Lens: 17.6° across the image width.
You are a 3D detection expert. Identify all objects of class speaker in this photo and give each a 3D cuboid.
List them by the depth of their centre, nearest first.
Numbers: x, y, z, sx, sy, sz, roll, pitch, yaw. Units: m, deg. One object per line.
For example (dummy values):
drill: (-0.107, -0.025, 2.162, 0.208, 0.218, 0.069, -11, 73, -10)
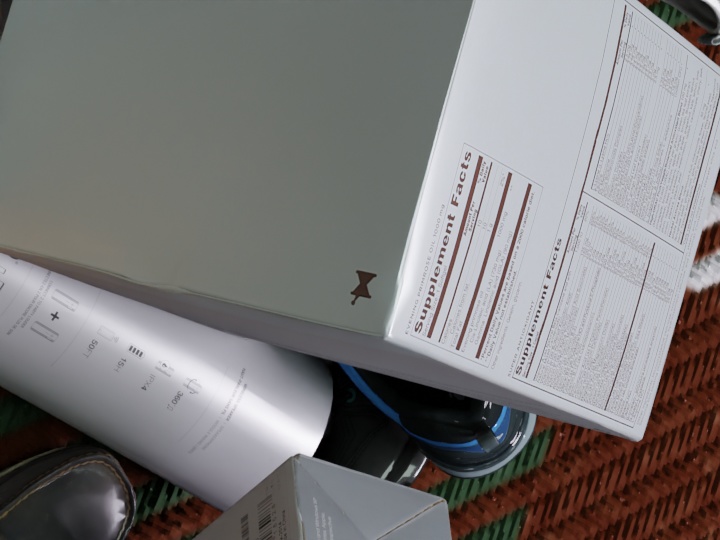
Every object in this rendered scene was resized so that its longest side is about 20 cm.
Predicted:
speaker: (-0.107, 0.026, 0.964, 0.200, 0.081, 0.082, 32, 70, -29)

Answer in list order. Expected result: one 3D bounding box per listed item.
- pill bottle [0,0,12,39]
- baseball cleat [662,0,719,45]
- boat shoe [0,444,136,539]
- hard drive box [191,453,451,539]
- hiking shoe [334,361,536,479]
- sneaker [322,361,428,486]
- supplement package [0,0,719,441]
pill bottle: (-0.077, -0.122, 0.976, 0.200, 0.112, 0.113, -30, 103, -31)
baseball cleat: (0.115, -0.185, 0.902, 0.106, 0.070, 0.201, -32, 99, -21)
boat shoe: (-0.156, 0.147, 0.929, 0.200, 0.073, 0.075, -45, 111, -27)
hard drive box: (-0.046, 0.190, 0.896, 0.077, 0.200, 0.157, 20, 48, -31)
hiking shoe: (0.000, 0.000, 0.991, 0.200, 0.087, 0.074, 44, 86, 14)
sneaker: (0.013, 0.034, 1.065, 0.079, 0.075, 0.201, 29, 72, -4)
supplement package: (-0.001, -0.043, 0.837, 0.200, 0.190, 0.148, 24, 80, -57)
